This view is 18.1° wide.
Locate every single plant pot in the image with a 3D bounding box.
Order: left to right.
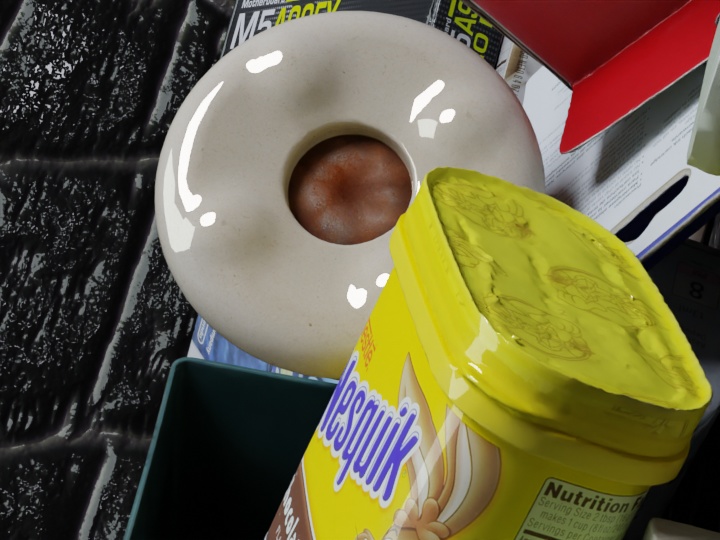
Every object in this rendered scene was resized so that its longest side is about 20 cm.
[{"bbox_3d":[-0.032,0.170,0.988,0.142,0.140,0.201,-80,-1,-54],"label":"plant pot"}]

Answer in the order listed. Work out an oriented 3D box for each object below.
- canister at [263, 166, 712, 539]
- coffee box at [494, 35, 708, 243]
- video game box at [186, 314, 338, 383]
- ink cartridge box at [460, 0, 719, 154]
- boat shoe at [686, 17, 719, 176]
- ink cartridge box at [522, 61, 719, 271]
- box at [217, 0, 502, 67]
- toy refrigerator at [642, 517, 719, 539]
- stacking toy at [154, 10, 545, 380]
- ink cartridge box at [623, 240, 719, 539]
[{"bbox_3d":[0.025,0.087,0.753,0.149,0.086,0.201,-109,40,-62],"label":"canister"},{"bbox_3d":[0.115,-0.064,1.084,0.080,0.114,0.201,173,113,-88],"label":"coffee box"},{"bbox_3d":[-0.007,0.032,1.077,0.182,0.047,0.201,48,137,34],"label":"video game box"},{"bbox_3d":[0.123,-0.165,0.830,0.200,0.084,0.176,-37,27,36],"label":"ink cartridge box"},{"bbox_3d":[0.163,-0.114,0.690,0.070,0.071,0.202,-50,-17,-75],"label":"boat shoe"},{"bbox_3d":[0.124,-0.058,0.855,0.196,0.043,0.201,-43,24,39],"label":"ink cartridge box"},{"bbox_3d":[-0.004,-0.115,1.164,0.200,0.044,0.161,3,76,56],"label":"box"},{"bbox_3d":[0.087,0.184,0.682,0.076,0.070,0.201,-81,6,-72],"label":"toy refrigerator"},{"bbox_3d":[0.000,0.000,0.914,0.200,0.145,0.147,82,-160,-68],"label":"stacking toy"},{"bbox_3d":[0.095,0.110,0.885,0.163,0.057,0.201,108,178,-47],"label":"ink cartridge box"}]
